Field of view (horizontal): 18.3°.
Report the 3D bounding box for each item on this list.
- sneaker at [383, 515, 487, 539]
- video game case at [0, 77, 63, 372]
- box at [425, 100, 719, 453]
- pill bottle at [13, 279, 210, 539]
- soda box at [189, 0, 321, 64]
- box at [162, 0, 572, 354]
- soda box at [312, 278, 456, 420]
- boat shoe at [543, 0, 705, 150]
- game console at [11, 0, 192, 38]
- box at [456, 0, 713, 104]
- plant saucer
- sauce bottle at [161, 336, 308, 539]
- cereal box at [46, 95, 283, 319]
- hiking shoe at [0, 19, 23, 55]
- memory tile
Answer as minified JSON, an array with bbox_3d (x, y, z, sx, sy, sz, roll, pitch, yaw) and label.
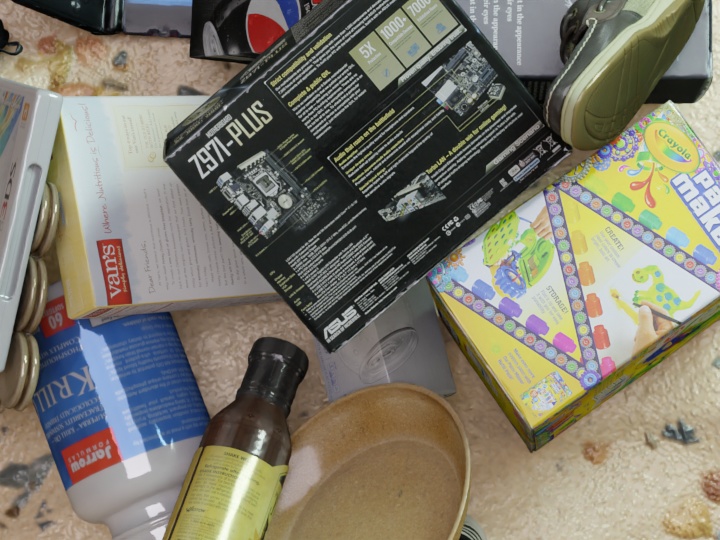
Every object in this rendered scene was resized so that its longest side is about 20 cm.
[{"bbox_3d":[-0.014,0.196,1.503,0.199,0.115,0.076,-11,81,3],"label":"sneaker"},{"bbox_3d":[-0.255,-0.038,1.510,0.022,0.200,0.184,12,94,-24],"label":"video game case"},{"bbox_3d":[0.157,0.011,1.474,0.192,0.200,0.122,-34,80,-2],"label":"box"},{"bbox_3d":[-0.160,0.104,1.529,0.111,0.112,0.201,-23,80,1],"label":"pill bottle"},{"bbox_3d":[-0.033,-0.176,1.514,0.070,0.199,0.064,2,90,-39],"label":"soda box"},{"bbox_3d":[0.002,-0.079,1.389,0.200,0.086,0.164,-41,103,5],"label":"box"},{"bbox_3d":[0.000,0.000,1.540,0.063,0.068,0.202,-21,79,43],"label":"soda box"},{"bbox_3d":[0.155,-0.141,1.398,0.066,0.072,0.201,22,41,20],"label":"boat shoe"},{"bbox_3d":[-0.155,-0.275,1.585,0.118,0.172,0.202,-2,80,31],"label":"game console"},{"bbox_3d":[0.139,-0.193,1.527,0.198,0.104,0.150,2,85,3],"label":"box"},{"bbox_3d":[-0.002,0.167,1.441,0.199,0.035,0.201,-27,41,27],"label":"plant saucer"},{"bbox_3d":[-0.082,0.137,1.465,0.064,0.065,0.201,17,62,7],"label":"sauce bottle"},{"bbox_3d":[-0.120,-0.046,1.524,0.199,0.039,0.145,-3,78,-39],"label":"cereal box"},{"bbox_3d":[-0.328,-0.223,1.617,0.086,0.074,0.201,-30,90,-8],"label":"hiking shoe"},{"bbox_3d":[-0.245,0.023,1.513,0.017,0.200,0.155,10,81,-25],"label":"memory tile"}]
